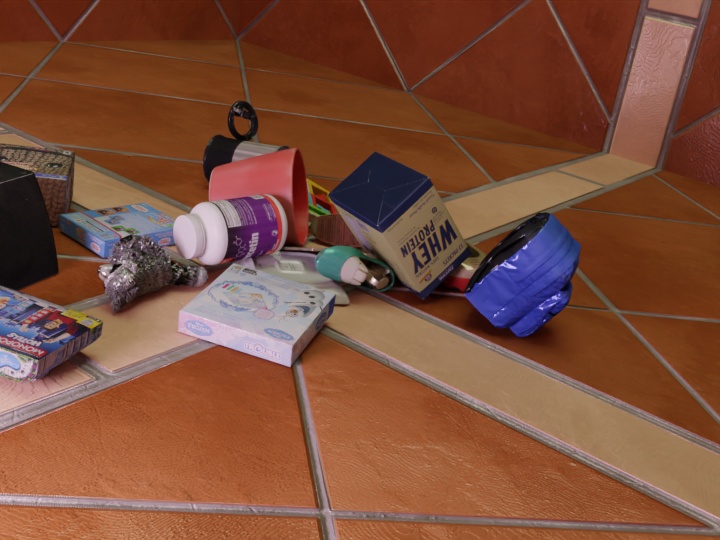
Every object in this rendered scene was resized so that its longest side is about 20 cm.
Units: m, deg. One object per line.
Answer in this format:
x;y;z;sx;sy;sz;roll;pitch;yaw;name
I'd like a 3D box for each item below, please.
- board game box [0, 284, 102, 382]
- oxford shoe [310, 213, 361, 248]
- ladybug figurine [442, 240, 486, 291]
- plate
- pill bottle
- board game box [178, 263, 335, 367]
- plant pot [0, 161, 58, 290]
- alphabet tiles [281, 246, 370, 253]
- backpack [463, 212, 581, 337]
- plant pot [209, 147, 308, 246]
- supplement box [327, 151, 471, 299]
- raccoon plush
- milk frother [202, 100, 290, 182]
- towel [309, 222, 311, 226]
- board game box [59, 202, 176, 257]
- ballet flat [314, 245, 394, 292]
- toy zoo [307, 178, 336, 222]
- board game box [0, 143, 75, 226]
-0.495;0.101;1.256;0.197;0.063;0.200;17;23;15;board game box
-0.011;-0.077;1.955;0.196;0.072;0.074;9;-4;-1;oxford shoe
0.190;-0.013;1.852;0.133;0.073;0.200;1;23;-24;ladybug figurine
-0.133;0.006;1.709;0.196;0.033;0.200;3;23;-17;plate
-0.237;-0.073;1.665;0.198;0.114;0.112;-13;31;-41;pill bottle
-0.166;0.069;1.501;0.197;0.044;0.199;16;26;13;board game box
-0.629;-0.079;1.486;0.196;0.180;0.200;17;23;18;plant pot
-0.079;-0.041;1.789;0.164;0.008;0.200;2;1;-21;alphabet tiles
0.314;0.003;1.668;0.167;0.200;0.163;41;24;-5;backpack
-0.204;-0.143;1.845;0.174;0.204;0.201;-3;20;6;plant pot
0.074;-0.089;1.751;0.134;0.201;0.200;-42;36;-10;supplement box
-0.341;0.012;1.524;0.197;0.098;0.135;2;30;-21;raccoon plush
-0.246;-0.292;2.157;0.185;0.204;0.180;11;11;21;milk frother
-0.186;-0.119;2.010;0.150;0.024;0.200;20;23;20;towel
-0.456;-0.082;1.768;0.150;0.037;0.198;26;27;34;board game box
0.000;0.000;1.688;0.070;0.068;0.199;31;11;36;ballet flat
-0.117;-0.165;2.057;0.130;0.021;0.201;26;25;-24;toy zoo
-0.658;-0.172;1.816;0.157;0.098;0.200;4;22;-15;board game box
